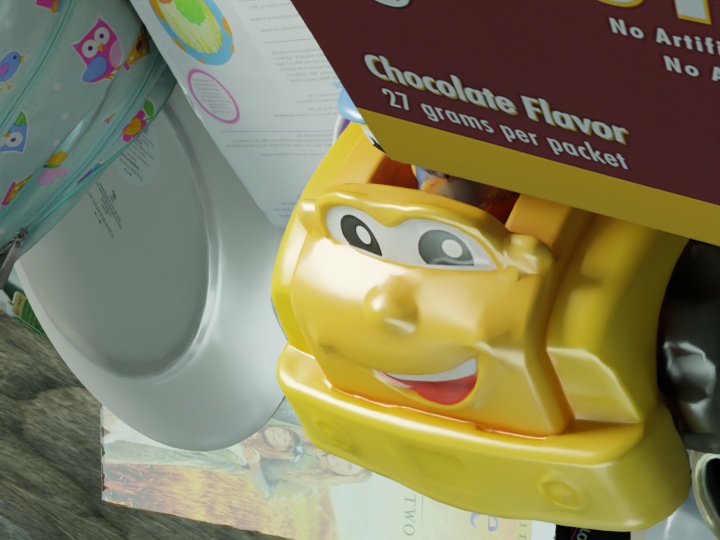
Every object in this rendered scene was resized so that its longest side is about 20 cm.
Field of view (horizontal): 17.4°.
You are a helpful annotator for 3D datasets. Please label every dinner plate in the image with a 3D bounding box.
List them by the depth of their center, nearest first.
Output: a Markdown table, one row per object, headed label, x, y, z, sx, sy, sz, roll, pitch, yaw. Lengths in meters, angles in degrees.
| label | x | y | z | sx | sy | sz | roll | pitch | yaw |
| --- | --- | --- | --- | --- | --- | --- | --- | --- | --- |
| dinner plate | -0.091 | -0.023 | 0.905 | 0.200 | 0.024 | 0.200 | 20 | 118 | 42 |

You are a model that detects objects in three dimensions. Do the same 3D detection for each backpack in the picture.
| label | x | y | z | sx | sy | sz | roll | pitch | yaw |
| --- | --- | --- | --- | --- | --- | --- | --- | --- | --- |
| backpack | -0.160 | -0.069 | 0.830 | 0.127 | 0.200 | 0.167 | 27 | -156 | -50 |

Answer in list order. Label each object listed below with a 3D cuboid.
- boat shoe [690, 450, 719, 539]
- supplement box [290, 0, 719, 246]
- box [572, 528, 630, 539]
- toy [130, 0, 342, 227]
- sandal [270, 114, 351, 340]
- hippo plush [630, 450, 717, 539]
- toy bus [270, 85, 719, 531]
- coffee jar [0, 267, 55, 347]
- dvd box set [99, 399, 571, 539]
| label | x | y | z | sx | sy | sz | roll | pitch | yaw |
| --- | --- | --- | --- | --- | --- | --- | --- | --- | --- |
| boat shoe | 0.156 | 0.109 | 0.638 | 0.200 | 0.068 | 0.075 | 50 | 129 | 0 |
| supplement box | 0.068 | -0.134 | 0.327 | 0.133 | 0.200 | 0.197 | 17 | 157 | 33 |
| box | 0.173 | 0.195 | 1.109 | 0.200 | 0.124 | 0.149 | 19 | 158 | 29 |
| toy | -0.030 | -0.101 | 0.745 | 0.115 | 0.047 | 0.200 | 4 | 136 | 50 |
| sandal | 0.005 | 0.005 | 0.740 | 0.082 | 0.050 | 0.203 | 45 | 156 | 10 |
| hippo plush | 0.195 | 0.107 | 0.786 | 0.161 | 0.159 | 0.200 | 19 | 123 | -23 |
| toy bus | 0.045 | -0.070 | 0.542 | 0.136 | 0.200 | 0.192 | 12 | 147 | 39 |
| coffee jar | -0.144 | -0.027 | 1.037 | 0.200 | 0.104 | 0.085 | 30 | 164 | 0 |
| dvd box set | -0.010 | 0.043 | 0.946 | 0.200 | 0.029 | 0.146 | 10 | 114 | 18 |
